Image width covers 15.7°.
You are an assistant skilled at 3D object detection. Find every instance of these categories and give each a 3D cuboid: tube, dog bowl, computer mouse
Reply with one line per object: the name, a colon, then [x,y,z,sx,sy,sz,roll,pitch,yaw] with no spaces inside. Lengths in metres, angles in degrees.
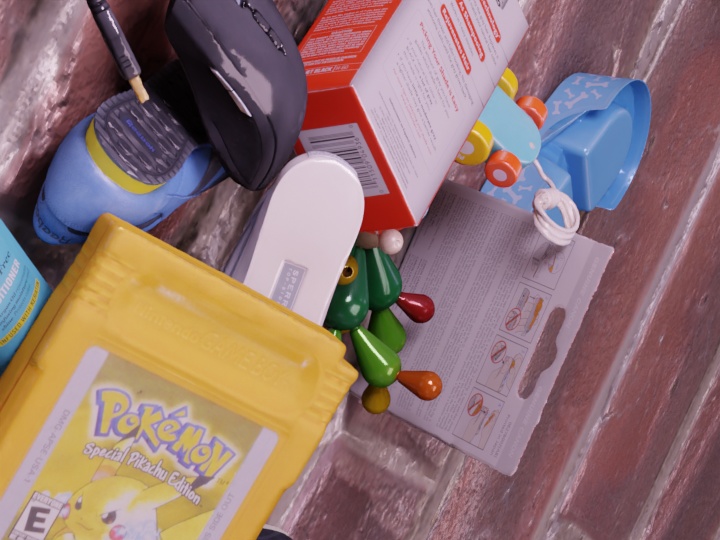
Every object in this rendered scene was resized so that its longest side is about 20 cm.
tube: [-0.193,0.005,1.306,0.078,0.050,0.200,-65,151,-21]
dog bowl: [0.141,-0.063,1.889,0.200,0.049,0.112,-51,151,-28]
computer mouse: [-0.075,-0.113,1.324,0.141,0.046,0.201,-62,140,-50]

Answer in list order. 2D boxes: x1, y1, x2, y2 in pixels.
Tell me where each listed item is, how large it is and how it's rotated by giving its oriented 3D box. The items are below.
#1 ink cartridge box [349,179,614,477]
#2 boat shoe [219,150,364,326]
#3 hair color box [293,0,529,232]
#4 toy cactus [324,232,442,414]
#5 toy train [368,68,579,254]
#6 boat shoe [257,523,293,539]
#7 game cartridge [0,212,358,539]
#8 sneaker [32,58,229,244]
ink cartridge box: [0.087,0.039,1.706,0.050,0.200,0.162,23,90,-37]
boat shoe: [-0.058,0.027,1.432,0.069,0.072,0.201,-125,-126,-82]
hair color box: [0.025,-0.122,1.517,0.102,0.061,0.200,64,37,-30]
toy cactus: [0.000,0.000,1.635,0.200,0.102,0.166,23,81,-56]
toy train: [0.041,-0.067,1.608,0.199,0.055,0.151,7,63,-41]
boat shoe: [-0.090,0.175,1.469,0.199,0.062,0.075,11,110,-55]
game cartridge: [-0.113,0.093,1.355,0.176,0.032,0.201,28,97,-34]
sneaker: [-0.112,-0.060,1.400,0.078,0.066,0.200,-44,174,28]
